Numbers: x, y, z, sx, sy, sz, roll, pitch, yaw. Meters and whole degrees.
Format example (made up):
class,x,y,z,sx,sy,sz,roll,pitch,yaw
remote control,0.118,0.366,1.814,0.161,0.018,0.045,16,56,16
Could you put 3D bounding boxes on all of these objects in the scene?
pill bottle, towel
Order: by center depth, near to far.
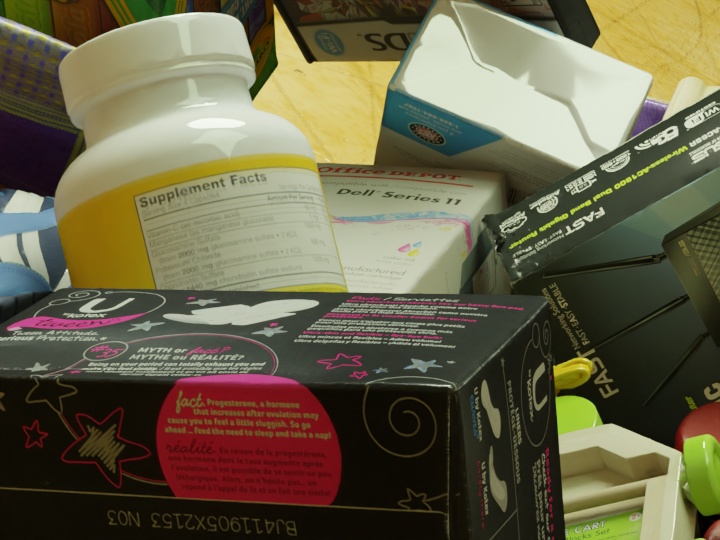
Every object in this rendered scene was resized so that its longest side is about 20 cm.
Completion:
class,x,y,z,sx,sy,sz,roll,pitch,yaw
pill bottle,-0.063,0.002,1.013,0.112,0.112,0.201,-3,74,-48
towel,-0.146,-0.066,1.172,0.199,0.144,0.023,24,63,-9

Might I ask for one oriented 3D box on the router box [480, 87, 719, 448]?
class,x,y,z,sx,sy,sz,roll,pitch,yaw
router box,0.169,0.025,1.156,0.200,0.149,0.062,57,8,-30

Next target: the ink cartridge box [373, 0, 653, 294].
class,x,y,z,sx,sy,sz,roll,pitch,yaw
ink cartridge box,0.069,-0.050,1.258,0.115,0.200,0.067,24,67,5

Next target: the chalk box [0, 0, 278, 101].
class,x,y,z,sx,sy,sz,roll,pitch,yaw
chalk box,-0.122,-0.123,1.242,0.124,0.201,0.124,18,49,17

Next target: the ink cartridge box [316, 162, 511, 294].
class,x,y,z,sx,sy,sz,roll,pitch,yaw
ink cartridge box,0.000,0.000,1.160,0.117,0.068,0.200,4,23,19

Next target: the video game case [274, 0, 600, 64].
class,x,y,z,sx,sy,sz,roll,pitch,yaw
video game case,0.004,-0.184,1.207,0.180,0.200,0.026,4,47,40

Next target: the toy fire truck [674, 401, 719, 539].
class,x,y,z,sx,sy,sz,roll,pitch,yaw
toy fire truck,0.117,0.137,1.058,0.167,0.113,0.200,2,29,-2

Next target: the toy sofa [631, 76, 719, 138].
class,x,y,z,sx,sy,sz,roll,pitch,yaw
toy sofa,0.181,0.007,1.263,0.097,0.201,0.083,0,27,18

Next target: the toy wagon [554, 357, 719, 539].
class,x,y,z,sx,sy,sz,roll,pitch,yaw
toy wagon,0.076,0.108,1.010,0.200,0.155,0.040,-73,143,-56

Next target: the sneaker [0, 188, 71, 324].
class,x,y,z,sx,sy,sz,roll,pitch,yaw
sneaker,-0.163,0.015,1.051,0.082,0.074,0.200,23,18,6

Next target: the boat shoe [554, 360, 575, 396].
class,x,y,z,sx,sy,sz,roll,pitch,yaw
boat shoe,0.045,0.041,1.214,0.199,0.062,0.073,-2,40,-45

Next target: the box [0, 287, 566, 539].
class,x,y,z,sx,sy,sz,roll,pitch,yaw
box,-0.036,0.083,0.873,0.199,0.133,0.115,1,16,22
